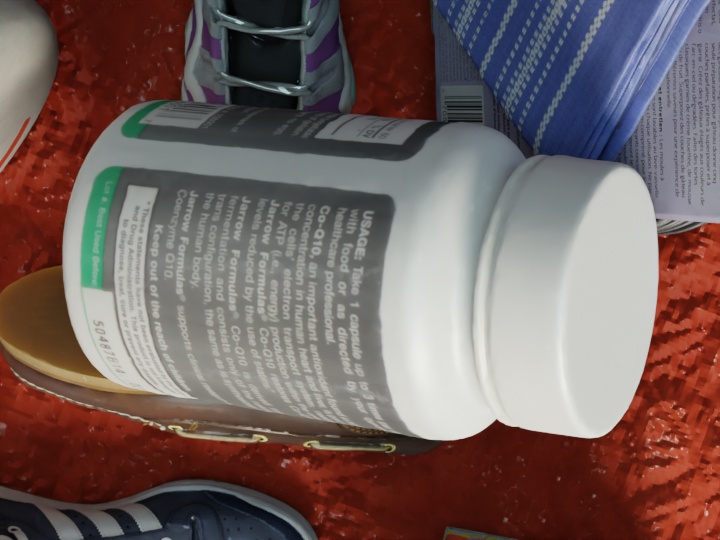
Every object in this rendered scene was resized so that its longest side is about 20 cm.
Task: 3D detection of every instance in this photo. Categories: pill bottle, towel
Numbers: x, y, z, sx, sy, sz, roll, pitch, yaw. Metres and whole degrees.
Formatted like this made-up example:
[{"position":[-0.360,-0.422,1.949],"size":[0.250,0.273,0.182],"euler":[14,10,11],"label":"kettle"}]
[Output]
[{"position":[0.000,0.000,0.693],"size":[0.198,0.113,0.114],"euler":[7,97,28],"label":"pill bottle"},{"position":[0.066,-0.144,0.711],"size":[0.024,0.201,0.145],"euler":[-5,140,-31],"label":"towel"}]

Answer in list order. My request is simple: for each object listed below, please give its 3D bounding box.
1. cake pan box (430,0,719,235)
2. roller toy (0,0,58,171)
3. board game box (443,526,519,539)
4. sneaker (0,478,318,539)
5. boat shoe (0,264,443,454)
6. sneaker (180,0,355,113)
[{"position":[0.097,-0.113,0.725],"size":[0.052,0.184,0.202],"euler":[-5,95,-32],"label":"cake pan box"},{"position":[-0.222,-0.072,0.746],"size":[0.140,0.182,0.200],"euler":[42,97,0],"label":"roller toy"},{"position":[0.070,0.182,0.740],"size":[0.102,0.200,0.106],"euler":[10,97,3],"label":"board game box"},{"position":[-0.119,0.130,0.796],"size":[0.198,0.109,0.071],"euler":[3,96,4],"label":"sneaker"},{"position":[-0.058,0.045,0.804],"size":[0.198,0.071,0.071],"euler":[7,137,10],"label":"boat shoe"},{"position":[-0.043,-0.114,0.749],"size":[0.077,0.140,0.202],"euler":[0,95,4],"label":"sneaker"}]
